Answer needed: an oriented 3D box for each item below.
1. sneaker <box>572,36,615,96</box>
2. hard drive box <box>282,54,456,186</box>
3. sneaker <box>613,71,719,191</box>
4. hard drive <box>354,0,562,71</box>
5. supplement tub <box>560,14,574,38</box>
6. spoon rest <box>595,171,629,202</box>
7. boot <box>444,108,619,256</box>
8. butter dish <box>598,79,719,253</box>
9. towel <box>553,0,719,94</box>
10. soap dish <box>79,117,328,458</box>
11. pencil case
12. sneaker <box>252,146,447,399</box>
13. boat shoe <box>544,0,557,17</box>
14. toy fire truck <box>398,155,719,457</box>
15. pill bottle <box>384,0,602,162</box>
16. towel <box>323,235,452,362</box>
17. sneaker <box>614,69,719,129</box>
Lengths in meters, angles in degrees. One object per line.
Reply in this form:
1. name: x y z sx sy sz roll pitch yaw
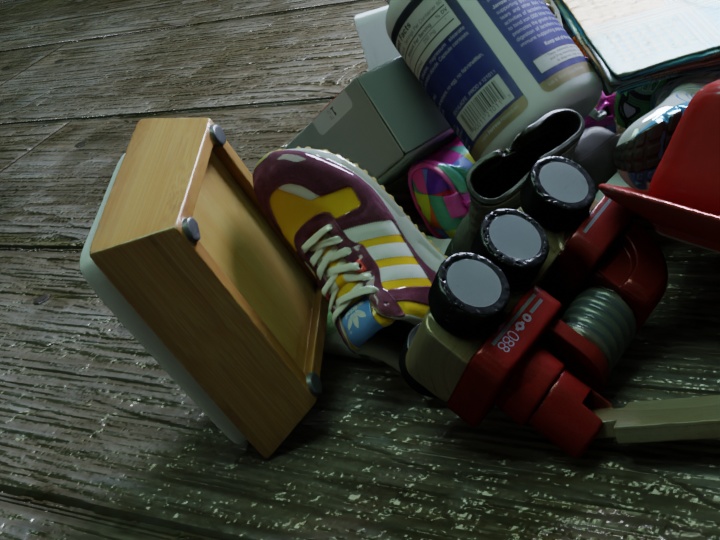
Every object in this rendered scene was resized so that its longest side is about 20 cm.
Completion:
1. sneaker: 0.272 -0.214 1.084 0.091 0.077 0.200 -13 -7 -23
2. hard drive box: 0.045 -0.138 1.042 0.199 0.077 0.155 -34 -1 -38
3. sneaker: 0.236 -0.104 0.851 0.198 0.076 0.086 -19 35 -39
4. hard drive: 0.106 -0.220 1.176 0.196 0.134 0.026 -15 20 10
5. supplement tub: 0.180 -0.273 1.233 0.196 0.124 0.123 -12 28 16
6. spoon rest: 0.224 -0.058 0.882 0.098 0.061 0.200 10 41 45
7. boot: 0.147 -0.073 0.874 0.199 0.131 0.068 -37 70 -27
8. butter dish: 0.284 -0.074 0.713 0.197 0.151 0.199 7 10 -35
9. towel: 0.236 -0.202 0.915 0.144 0.022 0.201 -13 35 1
10. soap dish: -0.096 0.005 0.813 0.080 0.201 0.159 -23 33 21
11. pencil case: 0.134 -0.102 1.001 0.199 0.089 0.088 -35 30 -22
12. sneaker: 0.000 0.000 0.798 0.075 0.199 0.091 -44 11 39
13. boat shoe: 0.151 -0.231 1.101 0.074 0.200 0.076 -41 -3 1
14. toy fire truck: 0.151 0.039 0.724 0.199 0.129 0.176 37 52 12
15. pill bottle: 0.090 -0.185 0.917 0.115 0.202 0.116 -32 -11 -7
16. towel: -0.010 0.009 0.957 0.198 0.031 0.149 11 40 46
17. sneaker: 0.284 -0.172 1.004 0.084 0.079 0.199 2 21 41
